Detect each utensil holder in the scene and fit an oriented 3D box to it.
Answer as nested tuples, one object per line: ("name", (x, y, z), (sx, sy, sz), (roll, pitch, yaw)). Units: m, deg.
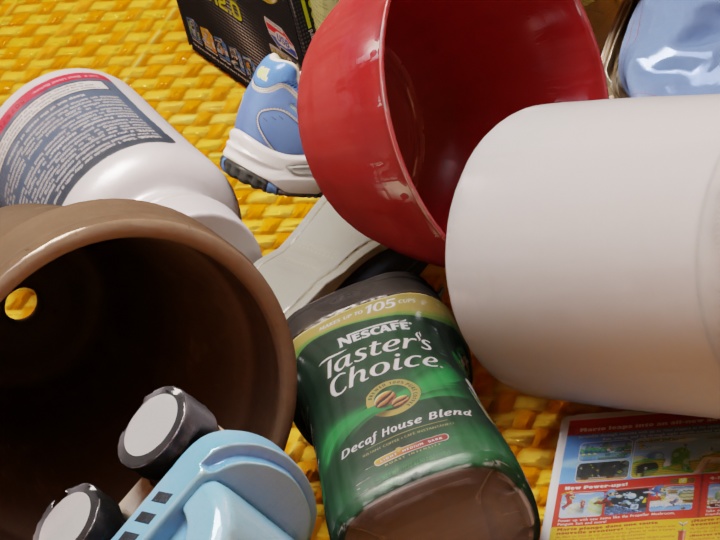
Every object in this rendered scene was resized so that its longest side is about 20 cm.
("utensil holder", (0.165, -0.009, 1.485), (0.199, 0.171, 0.170), (4, 35, 48))

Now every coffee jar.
("coffee jar", (0.019, 0.083, 1.509), (0.104, 0.086, 0.200), (-22, 32, 0))

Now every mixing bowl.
("mixing bowl", (0.037, -0.087, 1.597), (0.108, 0.201, 0.200), (-9, 29, 41))

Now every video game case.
("video game case", (0.158, 0.133, 1.440), (0.142, 0.018, 0.200), (-5, 34, 16))

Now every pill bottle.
("pill bottle", (-0.138, -0.031, 1.720), (0.119, 0.120, 0.200), (-25, 33, -16))

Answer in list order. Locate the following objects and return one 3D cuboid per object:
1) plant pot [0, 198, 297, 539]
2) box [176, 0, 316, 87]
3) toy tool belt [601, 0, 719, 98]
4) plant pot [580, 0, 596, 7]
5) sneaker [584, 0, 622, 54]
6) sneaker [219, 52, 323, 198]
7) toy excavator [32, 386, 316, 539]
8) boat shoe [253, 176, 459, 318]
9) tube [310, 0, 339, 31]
("plant pot", (-0.154, 0.045, 1.531), (0.199, 0.201, 0.175), (-25, 26, -15))
("box", (-0.069, -0.189, 1.894), (0.044, 0.161, 0.200), (-28, 35, -19))
("toy tool belt", (0.191, -0.105, 1.645), (0.124, 0.123, 0.201), (10, 53, 8))
("plant pot", (0.113, -0.259, 1.717), (0.199, 0.196, 0.194), (-2, 31, 36))
("sneaker", (0.105, -0.158, 1.814), (0.115, 0.074, 0.200), (-9, 32, -10))
("sneaker", (0.011, -0.087, 1.734), (0.199, 0.078, 0.076), (-3, 23, -42))
("toy excavator", (-0.082, 0.176, 1.381), (0.195, 0.100, 0.200), (-50, 32, -2))
("boat shoe", (0.000, 0.000, 1.667), (0.075, 0.062, 0.200), (19, 49, 35))
("tube", (-0.006, -0.153, 1.775), (0.058, 0.201, 0.052), (10, 42, 36))
